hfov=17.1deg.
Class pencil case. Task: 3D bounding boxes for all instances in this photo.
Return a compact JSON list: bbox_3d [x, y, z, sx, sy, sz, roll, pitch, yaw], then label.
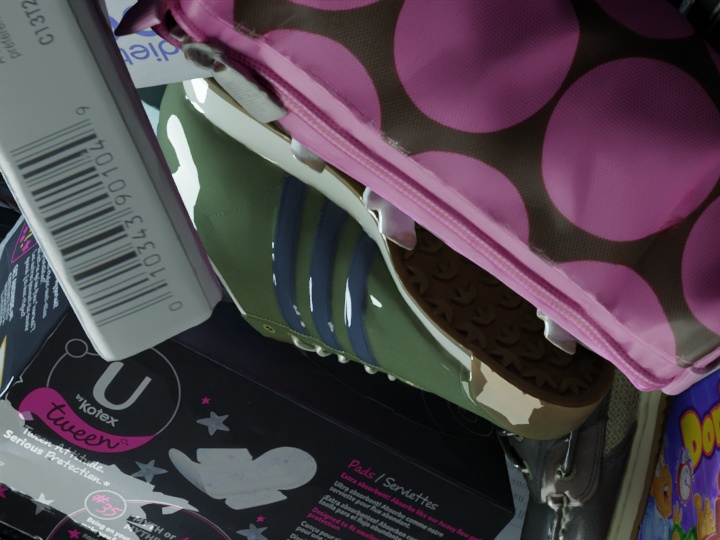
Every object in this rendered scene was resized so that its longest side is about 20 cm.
[{"bbox_3d":[0.034,-0.046,0.635,0.200,0.094,0.091,34,146,-15],"label":"pencil case"}]

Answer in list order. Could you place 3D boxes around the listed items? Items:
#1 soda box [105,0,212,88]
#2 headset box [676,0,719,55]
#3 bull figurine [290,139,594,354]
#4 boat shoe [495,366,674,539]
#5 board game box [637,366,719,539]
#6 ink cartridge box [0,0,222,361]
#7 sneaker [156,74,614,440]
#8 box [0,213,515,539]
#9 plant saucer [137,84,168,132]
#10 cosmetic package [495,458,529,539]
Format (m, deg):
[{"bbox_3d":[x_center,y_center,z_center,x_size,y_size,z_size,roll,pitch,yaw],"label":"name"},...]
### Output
[{"bbox_3d":[-0.076,-0.107,0.821,0.200,0.064,0.068,-8,137,21],"label":"soda box"},{"bbox_3d":[0.192,-0.058,0.644,0.200,0.077,0.149,24,171,2],"label":"headset box"},{"bbox_3d":[0.076,-0.042,0.765,0.200,0.121,0.065,33,-171,-10],"label":"bull figurine"},{"bbox_3d":[0.078,0.045,0.882,0.066,0.201,0.072,12,-159,-10],"label":"boat shoe"},{"bbox_3d":[0.148,0.097,0.853,0.045,0.135,0.200,-1,164,-16],"label":"board game box"},{"bbox_3d":[-0.107,-0.106,0.650,0.200,0.043,0.198,-115,1,-56],"label":"ink cartridge box"},{"bbox_3d":[0.000,0.000,0.859,0.200,0.067,0.090,44,137,15],"label":"sneaker"},{"bbox_3d":[-0.052,0.052,0.958,0.200,0.115,0.132,30,-152,-22],"label":"box"},{"bbox_3d":[-0.099,-0.073,0.992,0.201,0.039,0.201,25,172,4],"label":"plant saucer"},{"bbox_3d":[0.132,0.067,1.112,0.199,0.200,0.123,23,171,15],"label":"cosmetic package"}]
